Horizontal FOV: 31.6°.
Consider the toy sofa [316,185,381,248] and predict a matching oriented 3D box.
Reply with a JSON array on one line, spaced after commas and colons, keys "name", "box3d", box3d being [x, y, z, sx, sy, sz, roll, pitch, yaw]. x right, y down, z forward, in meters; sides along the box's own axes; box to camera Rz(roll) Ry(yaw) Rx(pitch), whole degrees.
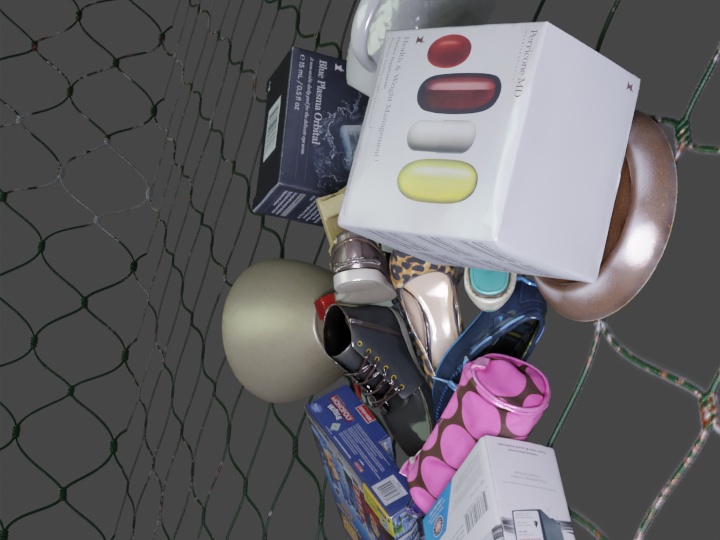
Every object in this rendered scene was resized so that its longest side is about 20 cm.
[{"name": "toy sofa", "box3d": [0.031, -0.078, 1.450, 0.200, 0.097, 0.084, -30, 78, 66]}]

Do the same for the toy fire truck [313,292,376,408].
[{"name": "toy fire truck", "box3d": [0.011, 0.095, 1.569, 0.200, 0.048, 0.143, 7, 117, 71]}]

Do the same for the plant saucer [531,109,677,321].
[{"name": "plant saucer", "box3d": [0.210, -0.056, 1.174, 0.200, 0.032, 0.203, -33, 50, 50]}]

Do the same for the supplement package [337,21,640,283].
[{"name": "supplement package", "box3d": [0.113, -0.106, 1.142, 0.199, 0.146, 0.194, 7, 82, 47]}]

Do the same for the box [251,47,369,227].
[{"name": "box", "box3d": [-0.026, -0.166, 1.692, 0.117, 0.197, 0.199, 144, 134, -63]}]

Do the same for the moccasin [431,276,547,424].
[{"name": "moccasin", "box3d": [0.125, 0.097, 1.298, 0.069, 0.079, 0.202, -96, 24, -55]}]

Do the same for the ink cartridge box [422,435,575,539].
[{"name": "ink cartridge box", "box3d": [0.131, 0.280, 1.172, 0.202, 0.085, 0.147, -99, 28, -43]}]

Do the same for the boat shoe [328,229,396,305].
[{"name": "boat shoe", "box3d": [0.000, 0.000, 1.410, 0.200, 0.071, 0.060, 60, -157, -79]}]

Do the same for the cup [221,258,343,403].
[{"name": "cup", "box3d": [-0.068, 0.076, 1.731, 0.142, 0.199, 0.203, -10, 68, 48]}]

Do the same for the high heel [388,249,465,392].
[{"name": "high heel", "box3d": [0.083, 0.056, 1.360, 0.201, 0.071, 0.144, 71, -178, -50]}]

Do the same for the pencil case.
[{"name": "pencil case", "box3d": [0.111, 0.166, 1.261, 0.091, 0.093, 0.201, -34, -23, -48]}]

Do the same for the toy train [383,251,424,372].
[{"name": "toy train", "box3d": [0.059, 0.069, 1.492, 0.034, 0.045, 0.202, -36, 63, 38]}]

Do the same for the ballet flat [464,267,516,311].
[{"name": "ballet flat", "box3d": [0.130, -0.056, 1.266, 0.062, 0.066, 0.203, 68, -150, -71]}]

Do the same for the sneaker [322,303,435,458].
[{"name": "sneaker", "box3d": [0.022, 0.129, 1.414, 0.075, 0.106, 0.202, -40, 61, 29]}]

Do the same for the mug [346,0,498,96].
[{"name": "mug", "box3d": [0.051, -0.286, 1.515, 0.147, 0.199, 0.177, 32, 98, 27]}]

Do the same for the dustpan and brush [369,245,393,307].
[{"name": "dustpan and brush", "box3d": [0.045, 0.045, 1.595, 0.140, 0.057, 0.201, 54, 132, 38]}]

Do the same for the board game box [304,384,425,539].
[{"name": "board game box", "box3d": [0.021, 0.269, 1.447, 0.200, 0.061, 0.202, 47, 156, 45]}]
